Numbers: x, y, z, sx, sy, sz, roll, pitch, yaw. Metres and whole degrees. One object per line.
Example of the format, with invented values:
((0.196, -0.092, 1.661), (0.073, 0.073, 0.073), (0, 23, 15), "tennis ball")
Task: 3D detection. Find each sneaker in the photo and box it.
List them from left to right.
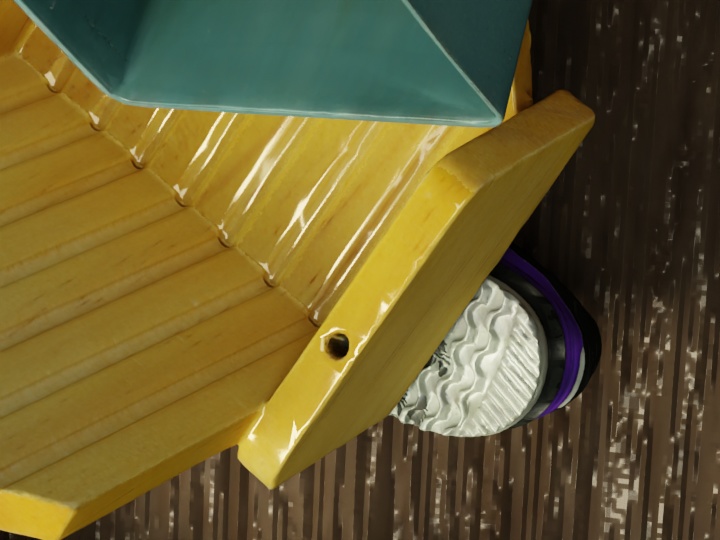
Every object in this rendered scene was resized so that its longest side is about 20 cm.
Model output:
((0.000, 0.001, 1.024), (0.200, 0.099, 0.070), (30, 109, 27), "sneaker")

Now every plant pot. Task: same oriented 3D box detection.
((-0.017, -0.166, 0.834), (0.141, 0.141, 0.200), (5, 64, 32), "plant pot")

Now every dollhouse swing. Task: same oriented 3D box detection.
((-0.076, -0.043, 0.900), (0.200, 0.176, 0.182), (42, 112, 19), "dollhouse swing")
